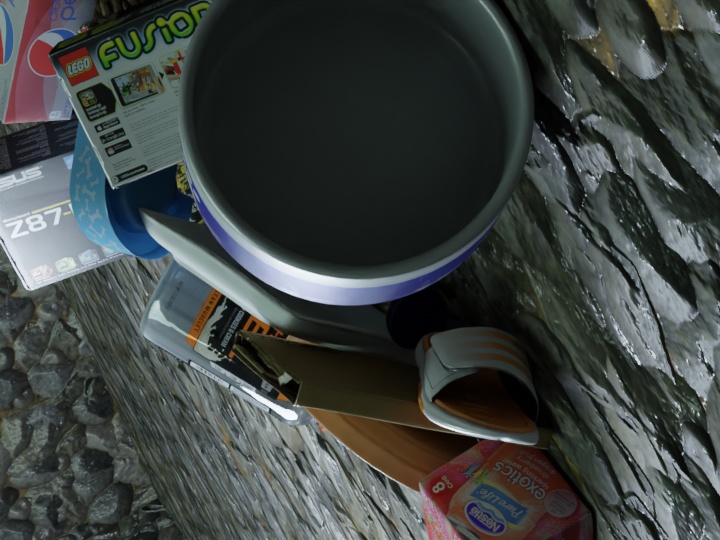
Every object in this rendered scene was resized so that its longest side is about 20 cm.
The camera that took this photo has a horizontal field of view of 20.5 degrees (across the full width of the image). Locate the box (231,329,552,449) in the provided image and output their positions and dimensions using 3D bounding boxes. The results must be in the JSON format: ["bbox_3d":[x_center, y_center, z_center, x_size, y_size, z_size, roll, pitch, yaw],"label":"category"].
[{"bbox_3d":[0.020,0.088,1.460,0.163,0.199,0.021,-150,74,-68],"label":"box"}]

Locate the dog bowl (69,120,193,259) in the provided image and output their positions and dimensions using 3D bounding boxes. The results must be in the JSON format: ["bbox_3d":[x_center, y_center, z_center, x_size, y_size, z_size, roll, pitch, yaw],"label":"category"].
[{"bbox_3d":[-0.182,-0.108,1.612,0.049,0.202,0.111,-1,166,33],"label":"dog bowl"}]

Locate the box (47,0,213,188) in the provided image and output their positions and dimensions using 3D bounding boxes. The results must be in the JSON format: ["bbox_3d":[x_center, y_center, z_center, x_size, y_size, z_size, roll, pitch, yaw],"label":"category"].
[{"bbox_3d":[-0.108,-0.145,1.409,0.035,0.199,0.111,-75,-37,-67],"label":"box"}]

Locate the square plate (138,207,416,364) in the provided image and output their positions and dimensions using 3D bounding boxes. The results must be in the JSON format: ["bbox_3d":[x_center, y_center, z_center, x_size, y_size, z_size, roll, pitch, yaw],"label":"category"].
[{"bbox_3d":[-0.058,0.019,1.589,0.198,0.029,0.199,32,-172,39],"label":"square plate"}]

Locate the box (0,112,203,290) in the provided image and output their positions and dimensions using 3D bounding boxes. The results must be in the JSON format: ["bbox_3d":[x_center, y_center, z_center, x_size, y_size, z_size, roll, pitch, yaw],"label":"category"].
[{"bbox_3d":[-0.228,-0.074,1.744,0.162,0.199,0.049,74,178,-52],"label":"box"}]

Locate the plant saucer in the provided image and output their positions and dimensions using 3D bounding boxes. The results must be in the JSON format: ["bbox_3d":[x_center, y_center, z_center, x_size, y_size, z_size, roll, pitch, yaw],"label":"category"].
[{"bbox_3d":[0.022,0.110,1.590,0.200,0.032,0.200,33,-166,-9],"label":"plant saucer"}]

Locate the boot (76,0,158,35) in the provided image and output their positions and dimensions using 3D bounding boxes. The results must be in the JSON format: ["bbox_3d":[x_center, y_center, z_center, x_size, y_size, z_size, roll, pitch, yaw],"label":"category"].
[{"bbox_3d":[-0.147,-0.180,1.539,0.203,0.153,0.074,174,77,-76],"label":"boot"}]

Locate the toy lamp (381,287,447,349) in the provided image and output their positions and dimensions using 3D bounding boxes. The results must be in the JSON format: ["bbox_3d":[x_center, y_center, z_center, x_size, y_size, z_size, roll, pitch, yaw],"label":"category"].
[{"bbox_3d":[0.000,0.000,1.594,0.200,0.058,0.058,42,158,53],"label":"toy lamp"}]

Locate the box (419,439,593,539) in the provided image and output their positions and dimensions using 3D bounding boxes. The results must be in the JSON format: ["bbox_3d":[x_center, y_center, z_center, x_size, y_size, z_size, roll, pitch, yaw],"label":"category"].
[{"bbox_3d":[0.116,0.224,1.537,0.103,0.094,0.201,52,164,34],"label":"box"}]

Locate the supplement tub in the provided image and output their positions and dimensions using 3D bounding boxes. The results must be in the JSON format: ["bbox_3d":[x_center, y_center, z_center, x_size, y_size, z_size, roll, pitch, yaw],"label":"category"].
[{"bbox_3d":[-0.082,0.054,1.741,0.199,0.123,0.123,30,163,3],"label":"supplement tub"}]

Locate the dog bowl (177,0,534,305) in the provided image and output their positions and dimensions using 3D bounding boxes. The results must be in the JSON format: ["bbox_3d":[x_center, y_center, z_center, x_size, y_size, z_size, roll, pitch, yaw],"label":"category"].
[{"bbox_3d":[-0.004,-0.084,1.133,0.201,0.199,0.079,58,169,9],"label":"dog bowl"}]

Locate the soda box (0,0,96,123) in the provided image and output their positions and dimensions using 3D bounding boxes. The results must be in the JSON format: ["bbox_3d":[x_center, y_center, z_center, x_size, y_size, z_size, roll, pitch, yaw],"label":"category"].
[{"bbox_3d":[-0.252,-0.218,1.580,0.070,0.063,0.201,49,134,39],"label":"soda box"}]

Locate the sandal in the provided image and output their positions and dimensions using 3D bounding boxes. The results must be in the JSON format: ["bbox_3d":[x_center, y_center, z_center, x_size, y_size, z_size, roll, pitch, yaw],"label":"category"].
[{"bbox_3d":[0.078,0.064,1.407,0.207,0.079,0.060,-116,39,-71],"label":"sandal"}]

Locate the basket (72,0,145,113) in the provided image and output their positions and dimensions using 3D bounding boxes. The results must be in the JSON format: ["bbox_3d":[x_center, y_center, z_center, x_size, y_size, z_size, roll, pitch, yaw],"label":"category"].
[{"bbox_3d":[-0.243,-0.217,1.768,0.143,0.149,0.200,52,174,7],"label":"basket"}]
